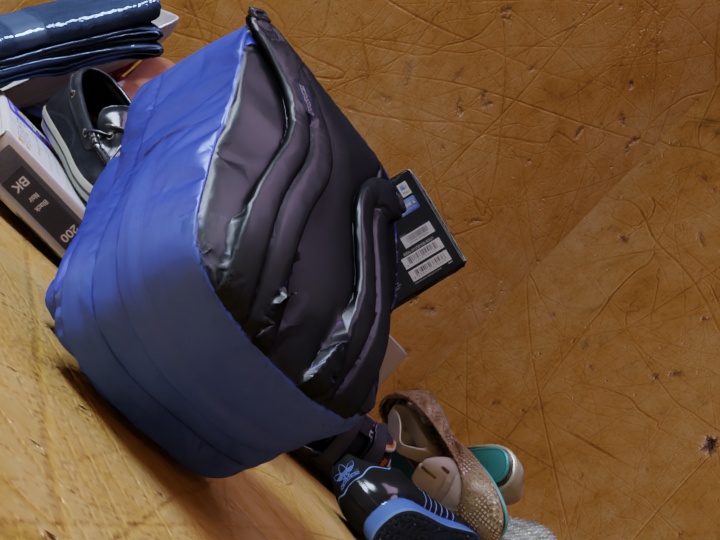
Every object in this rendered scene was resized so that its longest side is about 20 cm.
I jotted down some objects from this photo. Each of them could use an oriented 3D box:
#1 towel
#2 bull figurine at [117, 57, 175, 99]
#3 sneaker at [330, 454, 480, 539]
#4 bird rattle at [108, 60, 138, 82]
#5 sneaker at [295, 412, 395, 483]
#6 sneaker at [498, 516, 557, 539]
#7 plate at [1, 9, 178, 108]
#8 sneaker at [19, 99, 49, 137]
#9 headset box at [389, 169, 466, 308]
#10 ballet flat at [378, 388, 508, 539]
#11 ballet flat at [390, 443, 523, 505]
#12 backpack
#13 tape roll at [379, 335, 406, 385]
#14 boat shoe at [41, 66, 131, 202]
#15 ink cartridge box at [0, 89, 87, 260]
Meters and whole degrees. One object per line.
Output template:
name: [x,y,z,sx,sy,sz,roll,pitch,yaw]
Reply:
towel: [-0.266,-0.185,0.856,0.112,0.199,0.049,37,-38,55]
bull figurine: [-0.202,-0.129,0.956,0.200,0.065,0.122,-63,137,-57]
sneaker: [0.041,0.212,0.897,0.078,0.070,0.200,48,-1,37]
bird rattle: [-0.297,-0.199,1.076,0.113,0.199,0.164,41,40,-37]
sneaker: [-0.015,0.154,0.960,0.079,0.078,0.200,37,-9,28]
sneaker: [0.129,0.290,0.998,0.200,0.069,0.100,3,-77,63]
plate: [-0.290,-0.203,0.984,0.200,0.199,0.032,31,-36,50]
sneaker: [-0.257,-0.074,0.970,0.200,0.078,0.089,50,15,-16]
headset box: [0.000,0.000,0.943,0.093,0.174,0.200,59,5,4]
ballet flat: [0.068,0.184,0.997,0.065,0.071,0.200,10,23,-29]
ballet flat: [0.075,0.212,1.077,0.199,0.070,0.069,-1,-30,28]
backpack: [-0.068,0.005,0.541,0.162,0.167,0.200,43,30,-31]
tape roll: [-0.043,0.051,1.161,0.202,0.071,0.202,43,-4,4]
boat shoe: [-0.167,-0.083,0.746,0.074,0.062,0.200,17,22,-47]
ink cartridge box: [-0.213,-0.038,0.793,0.200,0.043,0.198,49,-4,-26]
